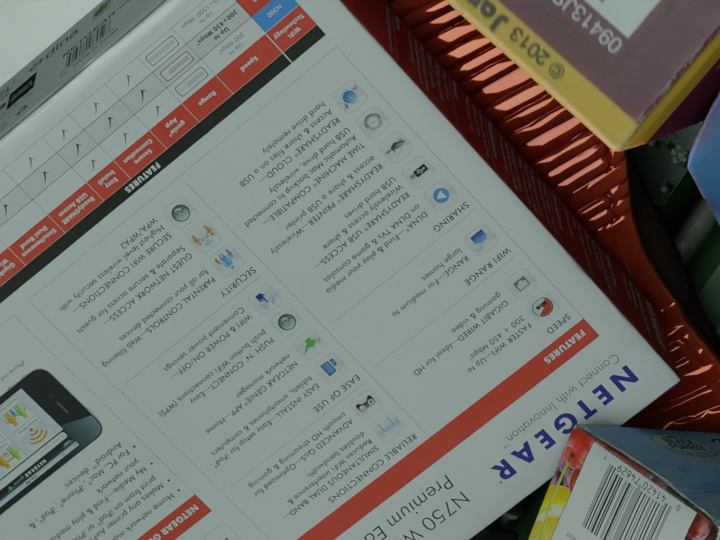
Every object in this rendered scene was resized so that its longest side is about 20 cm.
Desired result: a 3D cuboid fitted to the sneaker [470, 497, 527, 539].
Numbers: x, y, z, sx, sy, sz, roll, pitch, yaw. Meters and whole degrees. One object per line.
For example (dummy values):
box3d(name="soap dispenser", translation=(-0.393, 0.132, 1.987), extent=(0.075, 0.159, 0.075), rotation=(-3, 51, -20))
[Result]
box3d(name="sneaker", translation=(0.000, 0.000, 0.836), extent=(0.090, 0.078, 0.200), rotation=(0, 87, 41))

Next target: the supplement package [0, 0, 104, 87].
box3d(name="supplement package", translation=(-0.145, -0.132, 0.822), extent=(0.191, 0.147, 0.200), rotation=(-7, 97, 18))

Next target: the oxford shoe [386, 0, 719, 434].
box3d(name="oxford shoe", translation=(0.057, -0.015, 0.799), extent=(0.071, 0.073, 0.200), rotation=(-24, 103, 11))

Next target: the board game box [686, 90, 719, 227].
box3d(name="board game box", translation=(0.165, -0.055, 0.733), extent=(0.158, 0.200, 0.039), rotation=(-34, 51, 4))

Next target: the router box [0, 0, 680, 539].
box3d(name="router box", translation=(-0.044, 0.020, 0.737), extent=(0.200, 0.049, 0.180), rotation=(-38, 110, 13))

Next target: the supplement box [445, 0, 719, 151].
box3d(name="supplement box", translation=(0.078, -0.118, 0.724), extent=(0.131, 0.200, 0.103), rotation=(42, 108, 8))

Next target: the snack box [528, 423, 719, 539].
box3d(name="snack box", translation=(0.102, 0.150, 0.772), extent=(0.068, 0.169, 0.200), rotation=(33, 108, 44))
